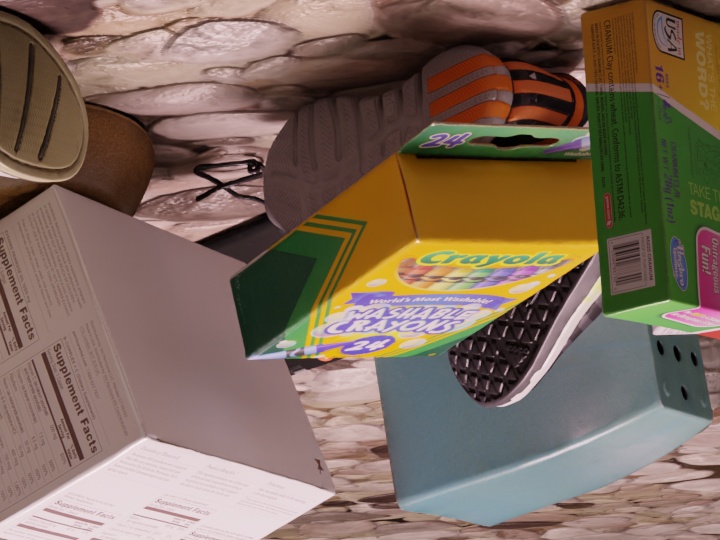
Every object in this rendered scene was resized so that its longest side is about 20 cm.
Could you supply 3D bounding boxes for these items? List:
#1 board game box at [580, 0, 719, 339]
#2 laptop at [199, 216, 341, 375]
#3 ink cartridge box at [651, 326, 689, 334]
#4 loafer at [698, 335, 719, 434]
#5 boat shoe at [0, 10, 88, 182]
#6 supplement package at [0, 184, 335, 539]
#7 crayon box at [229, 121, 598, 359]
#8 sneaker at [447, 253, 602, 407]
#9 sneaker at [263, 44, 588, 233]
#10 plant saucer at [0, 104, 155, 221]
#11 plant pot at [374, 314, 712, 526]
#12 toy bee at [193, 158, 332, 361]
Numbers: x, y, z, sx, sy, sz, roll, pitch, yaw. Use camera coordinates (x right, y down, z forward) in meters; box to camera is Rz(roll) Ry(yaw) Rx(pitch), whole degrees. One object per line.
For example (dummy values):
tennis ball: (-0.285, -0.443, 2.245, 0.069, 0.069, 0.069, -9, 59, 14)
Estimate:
board game box: (0.189, -0.042, 1.514, 0.040, 0.154, 0.200, -13, 165, 38)
laptop: (0.001, -0.008, 1.949, 0.200, 0.116, 0.187, 36, 150, -22)
ink cartridge box: (0.285, -0.010, 1.849, 0.199, 0.077, 0.136, 0, 168, -5)
loafer: (0.241, 0.096, 2.323, 0.070, 0.070, 0.200, -2, 167, -3)
boat shoe: (-0.208, -0.090, 1.415, 0.068, 0.075, 0.200, -4, 162, 33)
supplement package: (-0.129, 0.065, 1.637, 0.111, 0.156, 0.200, -31, 155, 19)
crayon box: (0.037, -0.011, 1.538, 0.125, 0.052, 0.200, 0, 157, -34)
sneaker: (0.130, 0.014, 1.828, 0.083, 0.072, 0.200, -8, 148, -40)
sneaker: (0.043, -0.057, 1.585, 0.112, 0.078, 0.200, 10, 162, -40)
plant saucer: (-0.202, -0.023, 1.633, 0.200, 0.036, 0.200, -17, 156, -8)
plant pot: (0.134, 0.081, 2.106, 0.199, 0.142, 0.141, -18, 162, 27)
toy bee: (0.000, 0.000, 1.762, 0.199, 0.109, 0.131, -1, 169, -8)
